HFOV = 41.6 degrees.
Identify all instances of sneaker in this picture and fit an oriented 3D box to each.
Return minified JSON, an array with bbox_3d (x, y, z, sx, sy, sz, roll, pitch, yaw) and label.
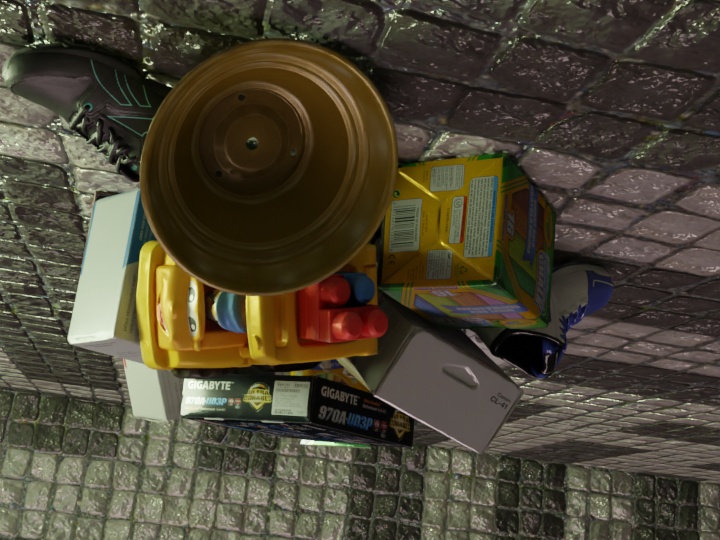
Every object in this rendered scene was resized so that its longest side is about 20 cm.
[{"bbox_3d":[-0.188,-0.120,0.762,0.198,0.080,0.075,15,162,-23],"label":"sneaker"},{"bbox_3d":[0.209,0.065,1.069,0.197,0.116,0.081,-9,137,-25],"label":"sneaker"}]

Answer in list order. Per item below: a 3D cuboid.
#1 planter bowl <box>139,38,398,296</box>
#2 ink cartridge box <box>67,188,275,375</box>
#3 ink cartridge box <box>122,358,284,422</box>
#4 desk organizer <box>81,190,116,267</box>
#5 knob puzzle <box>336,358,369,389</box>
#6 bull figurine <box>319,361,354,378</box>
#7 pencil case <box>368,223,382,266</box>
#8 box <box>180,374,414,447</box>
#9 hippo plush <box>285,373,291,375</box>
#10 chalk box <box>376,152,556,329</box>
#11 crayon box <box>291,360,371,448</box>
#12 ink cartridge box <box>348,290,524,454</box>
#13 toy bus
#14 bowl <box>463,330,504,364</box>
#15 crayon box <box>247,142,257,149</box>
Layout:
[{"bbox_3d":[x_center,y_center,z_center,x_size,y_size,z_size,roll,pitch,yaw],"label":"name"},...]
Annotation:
[{"bbox_3d":[-0.077,-0.088,0.740,0.198,0.202,0.084,14,-162,-26],"label":"planter bowl"},{"bbox_3d":[-0.171,0.024,0.940,0.084,0.146,0.199,-8,158,41],"label":"ink cartridge box"},{"bbox_3d":[-0.208,0.099,1.252,0.084,0.148,0.199,-1,-168,45],"label":"ink cartridge box"},{"bbox_3d":[-0.214,-0.030,1.092,0.197,0.073,0.077,10,161,-14],"label":"desk organizer"},{"bbox_3d":[0.009,0.083,1.160,0.030,0.220,0.219,-47,139,17],"label":"knob puzzle"},{"bbox_3d":[-0.048,0.081,1.332,0.198,0.123,0.065,4,168,34],"label":"bull figurine"},{"bbox_3d":[0.090,0.002,1.078,0.077,0.090,0.199,30,-177,43],"label":"pencil case"},{"bbox_3d":[-0.057,0.143,0.958,0.157,0.047,0.199,-3,164,32],"label":"box"},{"bbox_3d":[-0.177,0.091,1.439,0.200,0.159,0.161,45,167,36],"label":"hippo plush"},{"bbox_3d":[0.117,-0.015,0.926,0.122,0.126,0.200,-3,163,29],"label":"chalk box"},{"bbox_3d":[-0.038,0.152,1.381,0.124,0.203,0.051,-4,162,30],"label":"crayon box"},{"bbox_3d":[0.064,0.094,1.017,0.147,0.086,0.200,30,-173,-19],"label":"ink cartridge box"},{"bbox_3d":[-0.073,0.031,0.828,0.198,0.138,0.191,-3,-175,-34],"label":"toy bus"},{"bbox_3d":[0.147,0.095,1.340,0.198,0.095,0.201,6,163,2],"label":"bowl"},{"bbox_3d":[-0.095,-0.065,0.963,0.125,0.052,0.199,-7,158,40],"label":"crayon box"}]
